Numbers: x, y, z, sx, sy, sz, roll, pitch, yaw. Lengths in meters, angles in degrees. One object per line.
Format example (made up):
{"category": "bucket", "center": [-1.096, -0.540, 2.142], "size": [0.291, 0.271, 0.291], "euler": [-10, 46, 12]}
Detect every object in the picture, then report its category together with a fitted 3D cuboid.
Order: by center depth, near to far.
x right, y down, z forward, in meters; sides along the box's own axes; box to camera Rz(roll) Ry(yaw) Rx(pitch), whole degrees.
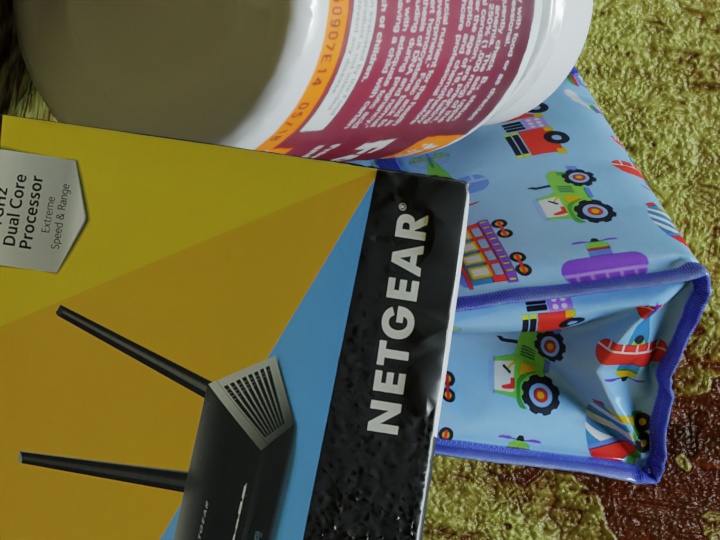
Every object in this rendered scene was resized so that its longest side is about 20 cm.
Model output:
{"category": "router box", "center": [-0.057, 0.067, 0.699], "size": [0.051, 0.149, 0.200], "euler": [93, 5, -80]}
{"category": "pill bottle", "center": [-0.011, -0.092, 0.866], "size": [0.200, 0.114, 0.114], "euler": [-8, 109, -57]}
{"category": "lunch bag", "center": [0.000, 0.000, 0.941], "size": [0.151, 0.200, 0.094], "euler": [-115, -151, -53]}
